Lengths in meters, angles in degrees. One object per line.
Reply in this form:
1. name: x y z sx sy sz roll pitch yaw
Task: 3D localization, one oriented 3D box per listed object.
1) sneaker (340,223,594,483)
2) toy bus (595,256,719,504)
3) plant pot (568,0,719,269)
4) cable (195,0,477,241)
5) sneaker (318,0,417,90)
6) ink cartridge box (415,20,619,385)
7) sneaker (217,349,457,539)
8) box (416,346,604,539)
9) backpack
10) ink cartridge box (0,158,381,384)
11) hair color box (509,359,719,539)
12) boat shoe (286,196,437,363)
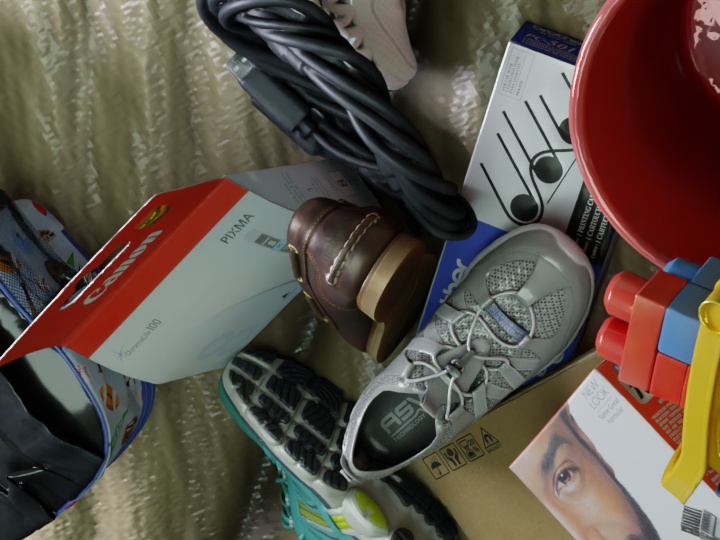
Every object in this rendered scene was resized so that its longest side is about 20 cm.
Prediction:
1. sneaker: 0.061 0.058 1.215 0.075 0.082 0.200 39 120 0
2. toy bus: 0.205 0.072 1.017 0.192 0.136 0.200 20 129 23
3. plant pot: 0.220 -0.107 1.092 0.200 0.177 0.201 6 115 14
4. cable: -0.006 -0.093 1.184 0.200 0.163 0.051 44 80 7
5. sneaker: 0.003 -0.196 1.184 0.081 0.075 0.200 -18 112 3
6. ink cartridge box: 0.106 -0.035 1.233 0.094 0.044 0.200 22 117 9
7. sneaker: -0.026 0.138 1.334 0.080 0.078 0.200 -34 100 35
8. box: 0.134 0.141 1.252 0.164 0.021 0.200 56 139 0
9. backpack: -0.228 0.063 1.319 0.200 0.154 0.191 -37 91 34
10. ink cartridge box: -0.096 0.008 1.227 0.160 0.200 0.047 -44 76 28
11. hair color box: 0.186 0.139 1.134 0.200 0.064 0.111 47 140 13
12. boat shoe: 0.000 0.000 1.214 0.070 0.200 0.070 29 79 10
